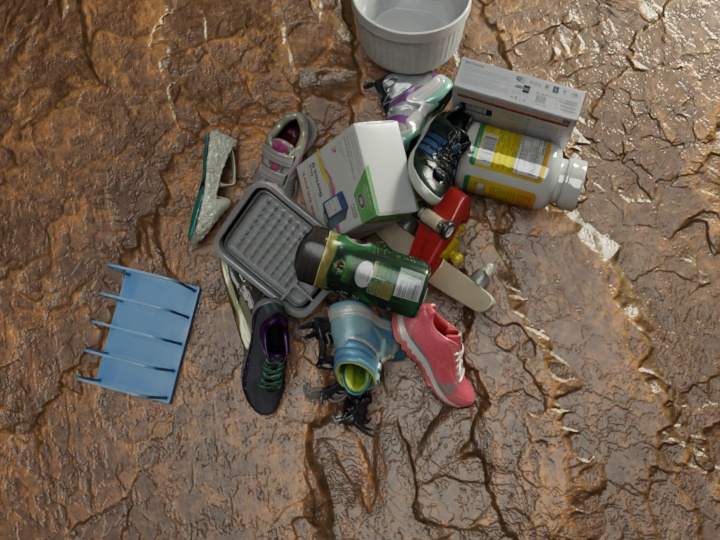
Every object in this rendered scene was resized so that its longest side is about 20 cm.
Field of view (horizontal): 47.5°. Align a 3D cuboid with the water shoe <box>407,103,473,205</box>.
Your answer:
[{"bbox_3d":[0.126,-0.187,1.252,0.071,0.079,0.202,37,42,-23],"label":"water shoe"}]

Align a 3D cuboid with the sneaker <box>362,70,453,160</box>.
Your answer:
[{"bbox_3d":[0.052,-0.272,1.394,0.139,0.078,0.201,34,76,12],"label":"sneaker"}]

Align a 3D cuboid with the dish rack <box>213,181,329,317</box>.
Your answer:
[{"bbox_3d":[-0.121,-0.037,1.307,0.199,0.044,0.172,39,123,-5],"label":"dish rack"}]

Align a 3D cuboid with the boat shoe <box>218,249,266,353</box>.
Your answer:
[{"bbox_3d":[-0.185,0.047,1.367,0.064,0.073,0.203,-18,89,-3],"label":"boat shoe"}]

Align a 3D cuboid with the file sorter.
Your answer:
[{"bbox_3d":[-0.368,0.103,1.346,0.137,0.123,0.203,13,82,8],"label":"file sorter"}]

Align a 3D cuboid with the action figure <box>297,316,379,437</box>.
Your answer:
[{"bbox_3d":[-0.043,0.182,1.307,0.101,0.119,0.202,-21,69,-9],"label":"action figure"}]

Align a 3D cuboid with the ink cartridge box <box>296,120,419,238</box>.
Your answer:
[{"bbox_3d":[-0.009,-0.133,1.300,0.086,0.199,0.148,-10,84,-31],"label":"ink cartridge box"}]

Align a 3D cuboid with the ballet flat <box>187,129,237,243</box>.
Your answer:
[{"bbox_3d":[-0.249,-0.143,1.406,0.071,0.072,0.203,7,82,7],"label":"ballet flat"}]

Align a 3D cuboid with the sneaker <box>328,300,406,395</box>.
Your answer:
[{"bbox_3d":[0.015,0.139,1.260,0.079,0.199,0.132,-18,59,29],"label":"sneaker"}]

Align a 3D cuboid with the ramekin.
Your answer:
[{"bbox_3d":[0.083,-0.423,1.370,0.197,0.106,0.203,0,57,0],"label":"ramekin"}]

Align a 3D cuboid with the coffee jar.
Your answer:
[{"bbox_3d":[0.000,0.000,1.208,0.197,0.104,0.087,18,98,-3],"label":"coffee jar"}]

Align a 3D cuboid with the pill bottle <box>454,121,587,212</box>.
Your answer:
[{"bbox_3d":[0.261,-0.163,1.330,0.197,0.113,0.114,16,82,9],"label":"pill bottle"}]

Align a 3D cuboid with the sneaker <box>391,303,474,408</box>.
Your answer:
[{"bbox_3d":[0.132,0.134,1.274,0.086,0.074,0.201,-29,110,26],"label":"sneaker"}]

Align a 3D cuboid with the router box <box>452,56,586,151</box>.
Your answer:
[{"bbox_3d":[0.246,-0.258,1.314,0.197,0.180,0.050,18,82,8],"label":"router box"}]

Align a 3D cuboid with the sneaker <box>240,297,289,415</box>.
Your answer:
[{"bbox_3d":[-0.148,0.149,1.298,0.073,0.088,0.203,-2,109,-17],"label":"sneaker"}]

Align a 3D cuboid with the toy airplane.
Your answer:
[{"bbox_3d":[0.119,-0.018,1.323,0.197,0.140,0.203,-17,87,41],"label":"toy airplane"}]

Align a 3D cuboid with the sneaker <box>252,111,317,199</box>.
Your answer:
[{"bbox_3d":[-0.139,-0.186,1.387,0.080,0.088,0.203,17,83,8],"label":"sneaker"}]
